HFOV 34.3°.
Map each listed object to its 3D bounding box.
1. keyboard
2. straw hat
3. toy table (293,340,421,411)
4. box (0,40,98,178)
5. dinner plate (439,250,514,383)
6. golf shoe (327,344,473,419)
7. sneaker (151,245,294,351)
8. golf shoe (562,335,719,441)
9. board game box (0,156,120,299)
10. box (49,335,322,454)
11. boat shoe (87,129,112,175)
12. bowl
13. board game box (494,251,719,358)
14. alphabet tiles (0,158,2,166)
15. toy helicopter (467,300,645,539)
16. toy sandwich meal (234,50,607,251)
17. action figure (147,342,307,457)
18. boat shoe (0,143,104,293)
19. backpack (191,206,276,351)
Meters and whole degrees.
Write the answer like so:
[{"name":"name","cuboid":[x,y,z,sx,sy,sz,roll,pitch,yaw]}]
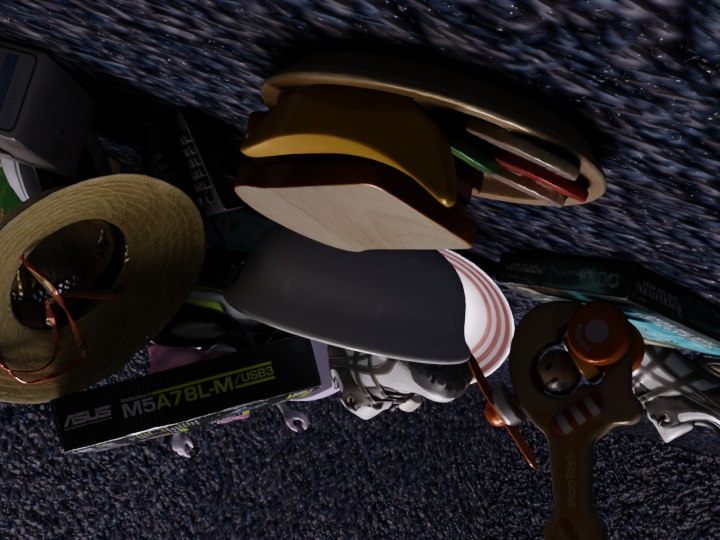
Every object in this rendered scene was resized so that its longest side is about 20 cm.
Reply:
[{"name":"keyboard","cuboid":[-0.123,-0.049,0.871,0.128,0.020,0.200,61,163,-9]},{"name":"straw hat","cuboid":[-0.215,-0.009,0.826,0.085,0.202,0.200,47,-167,34]},{"name":"toy table","cuboid":[-0.007,0.064,1.235,0.199,0.186,0.117,-28,158,32]},{"name":"box","cuboid":[-0.294,-0.128,0.795,0.198,0.061,0.117,15,173,9]},{"name":"dinner plate","cuboid":[0.047,0.037,1.087,0.198,0.024,0.201,10,137,10]},{"name":"golf shoe","cuboid":[0.031,0.090,0.998,0.077,0.096,0.200,6,-170,-26]},{"name":"sneaker","cuboid":[-0.103,0.021,0.989,0.074,0.082,0.199,-33,151,29]},{"name":"golf shoe","cuboid":[0.279,0.108,1.099,0.198,0.096,0.078,16,175,22]},{"name":"board game box","cuboid":[-0.326,-0.026,1.095,0.151,0.202,0.040,13,173,21]},{"name":"box","cuboid":[-0.131,0.100,0.917,0.191,0.048,0.200,-17,174,-7]},{"name":"boat shoe","cuboid":[-0.230,-0.032,0.981,0.071,0.202,0.066,-28,-151,-21]},{"name":"bowl","cuboid":[0.000,0.000,0.898,0.199,0.091,0.201,15,-174,-2]},{"name":"board game box","cuboid":[0.222,0.031,0.952,0.199,0.028,0.135,22,171,-39]},{"name":"alphabet tiles","cuboid":[-0.368,-0.122,0.915,0.199,0.015,0.194,30,-158,37]},{"name":"toy helicopter","cuboid":[0.150,0.123,0.891,0.131,0.203,0.079,-6,165,22]},{"name":"toy sandwich meal","cuboid":[0.025,-0.049,0.601,0.203,0.071,0.205,17,173,2]},{"name":"action figure","cuboid":[-0.139,0.106,1.189,0.132,0.151,0.200,-8,170,-23]},{"name":"boat shoe","cuboid":[-0.215,-0.039,0.895,0.066,0.202,0.070,15,-144,39]},{"name":"backpack","cuboid":[-0.159,0.002,1.115,0.176,0.152,0.200,19,-177,-30]}]
